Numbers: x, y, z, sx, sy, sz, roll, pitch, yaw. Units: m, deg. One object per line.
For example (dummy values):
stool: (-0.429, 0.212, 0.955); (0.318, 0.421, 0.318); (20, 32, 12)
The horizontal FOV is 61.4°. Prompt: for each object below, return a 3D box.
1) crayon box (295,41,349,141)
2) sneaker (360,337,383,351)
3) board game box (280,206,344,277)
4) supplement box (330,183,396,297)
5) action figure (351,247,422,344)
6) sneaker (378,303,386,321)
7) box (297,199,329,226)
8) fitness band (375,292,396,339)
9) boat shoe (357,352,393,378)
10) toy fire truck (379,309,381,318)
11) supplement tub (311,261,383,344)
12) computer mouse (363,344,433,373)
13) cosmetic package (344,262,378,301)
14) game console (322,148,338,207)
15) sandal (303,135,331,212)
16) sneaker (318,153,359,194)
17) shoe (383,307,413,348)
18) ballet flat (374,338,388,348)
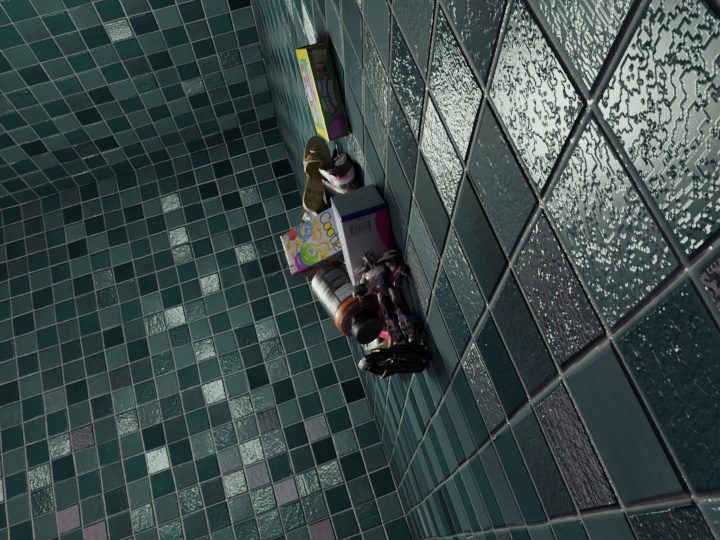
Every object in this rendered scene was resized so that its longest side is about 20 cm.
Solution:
crayon box: (-0.088, -0.416, 1.404); (0.173, 0.057, 0.204); (-126, 20, -67)
sneaker: (0.036, 0.226, 1.896); (0.200, 0.071, 0.074); (163, 91, -82)
board game box: (-0.073, -0.071, 1.434); (0.104, 0.197, 0.105); (4, -116, -59)
supplement box: (0.011, -0.061, 1.279); (0.104, 0.099, 0.203); (-116, 12, -55)
action figure: (0.054, 0.046, 1.215); (0.129, 0.069, 0.203); (-24, 96, 40)
sneaker: (0.046, 0.135, 1.651); (0.200, 0.076, 0.072); (-42, 61, 59)
box: (-0.085, -0.100, 1.693); (0.200, 0.044, 0.160); (47, 157, 2)
fitness band: (0.050, 0.095, 1.477); (0.146, 0.037, 0.199); (67, 163, -6)
boat shoe: (0.060, 0.264, 1.696); (0.071, 0.072, 0.199); (51, -164, 20)
toy fire truck: (-0.014, 0.098, 1.513); (0.142, 0.048, 0.201); (53, 162, 15)
supplement tub: (-0.026, 0.076, 1.366); (0.201, 0.105, 0.108); (51, 160, 42)
computer mouse: (0.088, 0.173, 1.246); (0.200, 0.135, 0.054); (55, -147, -70)
cosmetic package: (0.000, 0.000, 1.569); (0.202, 0.085, 0.105); (86, 162, -57)
game console: (-0.033, -0.197, 1.656); (0.175, 0.116, 0.202); (34, 154, 27)
sandal: (-0.114, -0.267, 1.603); (0.070, 0.076, 0.217); (131, 145, -75)
sneaker: (-0.048, -0.222, 1.488); (0.201, 0.079, 0.088); (-109, -7, -66)
shoe: (0.095, 0.155, 1.365); (0.069, 0.054, 0.202); (18, 146, 24)
ballet flat: (0.069, 0.212, 1.590); (0.200, 0.071, 0.069); (114, 139, -80)
